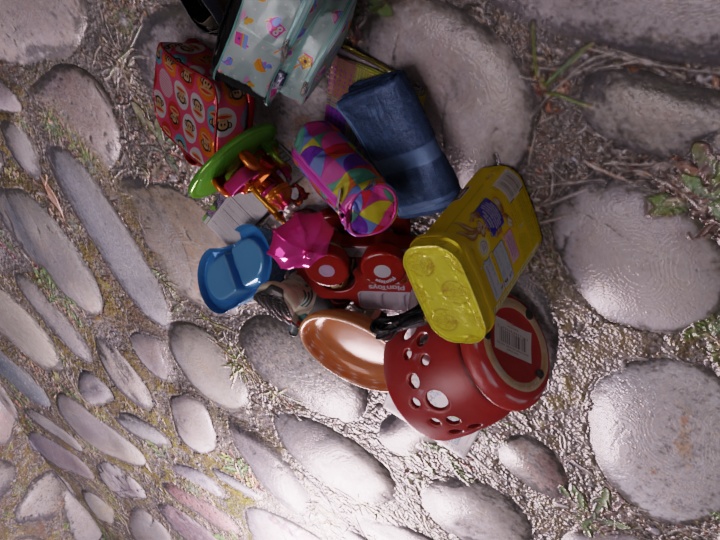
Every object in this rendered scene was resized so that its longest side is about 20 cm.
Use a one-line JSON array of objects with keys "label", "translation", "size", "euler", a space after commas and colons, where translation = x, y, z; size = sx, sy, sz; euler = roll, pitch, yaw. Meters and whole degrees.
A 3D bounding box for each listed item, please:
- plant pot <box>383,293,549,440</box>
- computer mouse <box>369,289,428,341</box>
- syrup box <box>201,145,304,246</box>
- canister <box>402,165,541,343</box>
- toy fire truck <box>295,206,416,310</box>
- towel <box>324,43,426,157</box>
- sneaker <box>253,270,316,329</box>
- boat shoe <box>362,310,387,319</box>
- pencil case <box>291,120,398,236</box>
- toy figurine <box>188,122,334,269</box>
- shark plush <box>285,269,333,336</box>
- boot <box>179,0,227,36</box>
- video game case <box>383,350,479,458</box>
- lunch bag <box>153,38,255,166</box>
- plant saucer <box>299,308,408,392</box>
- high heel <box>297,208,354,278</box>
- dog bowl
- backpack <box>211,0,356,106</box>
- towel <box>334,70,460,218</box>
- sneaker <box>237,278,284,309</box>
[{"label": "plant pot", "translation": [0.162, 0.137, 1.128], "size": [0.182, 0.201, 0.201], "euler": [-27, 106, 46]}, {"label": "computer mouse", "translation": [0.094, 0.029, 1.088], "size": [0.109, 0.200, 0.044], "euler": [-28, 98, 33]}, {"label": "syrup box", "translation": [-0.178, -0.121, 1.266], "size": [0.081, 0.079, 0.200], "euler": [45, 141, -4]}, {"label": "canister", "translation": [0.152, -0.026, 0.985], "size": [0.086, 0.200, 0.149], "euler": [-2, 123, 40]}, {"label": "toy fire truck", "translation": [0.000, 0.000, 1.168], "size": [0.199, 0.112, 0.169], "euler": [0, 133, 8]}, {"label": "towel", "translation": [0.014, -0.205, 1.078], "size": [0.143, 0.023, 0.201], "euler": [28, 139, 15]}, {"label": "sneaker", "translation": [-0.111, 0.029, 1.220], "size": [0.070, 0.094, 0.200], "euler": [25, 168, 11]}, {"label": "boat shoe", "translation": [0.002, 0.128, 1.349], "size": [0.066, 0.075, 0.199], "euler": [38, 136, -7]}, {"label": "pencil case", "translation": [-0.026, -0.126, 1.033], "size": [0.200, 0.088, 0.089], "euler": [-127, 24, -45]}, {"label": "toy figurine", "translation": [-0.112, -0.086, 1.066], "size": [0.150, 0.200, 0.184], "euler": [-41, 88, 16]}, {"label": "shark plush", "translation": [-0.088, 0.024, 1.365], "size": [0.083, 0.091, 0.201], "euler": [-5, 102, 19]}, {"label": "boot", "translation": [-0.191, -0.336, 1.067], "size": [0.074, 0.097, 0.201], "euler": [2, 126, 38]}, {"label": "video game case", "translation": [0.137, 0.235, 1.372], "size": [0.182, 0.024, 0.201], "euler": [30, 140, 14]}, {"label": "lunch bag", "translation": [-0.242, -0.238, 1.160], "size": [0.200, 0.082, 0.177], "euler": [41, 135, 35]}, {"label": "plant saucer", "translation": [-0.005, 0.125, 1.249], "size": [0.199, 0.038, 0.201], "euler": [21, 146, 15]}, {"label": "high heel", "translation": [-0.039, -0.021, 1.270], "size": [0.200, 0.067, 0.096], "euler": [45, 167, -21]}, {"label": "dog bowl", "translation": [-0.194, -0.003, 1.268], "size": [0.200, 0.049, 0.112], "euler": [-30, 76, 39]}, {"label": "backpack", "translation": [-0.087, -0.320, 0.941], "size": [0.153, 0.176, 0.200], "euler": [22, 139, -3]}, {"label": "towel", "translation": [0.055, -0.163, 1.027], "size": [0.111, 0.049, 0.201], "euler": [-7, 120, 42]}, {"label": "sneaker", "translation": [-0.189, 0.011, 1.374], "size": [0.200, 0.067, 0.090], "euler": [150, 111, -65]}]
